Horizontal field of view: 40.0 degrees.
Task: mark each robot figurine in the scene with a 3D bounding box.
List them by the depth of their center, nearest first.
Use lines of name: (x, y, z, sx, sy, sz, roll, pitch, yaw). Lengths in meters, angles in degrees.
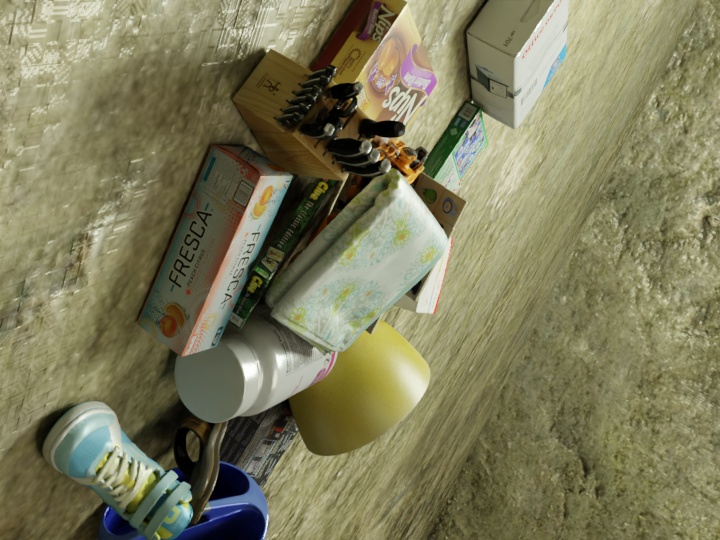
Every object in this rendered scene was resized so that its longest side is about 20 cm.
robot figurine: (0.000, -0.069, 1.134, 0.201, 0.058, 0.145, -54, 170, 32)

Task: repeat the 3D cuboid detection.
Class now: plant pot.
plant pot: (-0.025, 0.124, 1.321, 0.200, 0.199, 0.143, -45, 113, -34)

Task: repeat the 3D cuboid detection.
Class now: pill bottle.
pill bottle: (-0.117, 0.100, 1.139, 0.199, 0.113, 0.115, -19, 137, -61)

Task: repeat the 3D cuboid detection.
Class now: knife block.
knife block: (-0.026, -0.123, 0.929, 0.064, 0.174, 0.200, -53, 161, -9)

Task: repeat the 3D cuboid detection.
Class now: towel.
towel: (0.000, 0.000, 1.075, 0.200, 0.048, 0.171, -46, 153, 1)

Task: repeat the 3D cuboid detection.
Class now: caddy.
caddy: (-0.204, 0.303, 1.148, 0.197, 0.142, 0.106, -14, 144, -27)

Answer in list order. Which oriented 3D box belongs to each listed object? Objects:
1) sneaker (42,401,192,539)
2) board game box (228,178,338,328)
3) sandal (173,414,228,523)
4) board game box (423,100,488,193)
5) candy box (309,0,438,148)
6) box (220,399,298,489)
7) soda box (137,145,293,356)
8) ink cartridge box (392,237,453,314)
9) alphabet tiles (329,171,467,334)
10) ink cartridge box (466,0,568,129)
sneaker: (-0.230, 0.208, 0.991, 0.080, 0.130, 0.200, -51, 160, -13)
board game box: (-0.076, -0.035, 1.075, 0.201, 0.023, 0.105, -58, -175, -39)
sandal: (-0.190, 0.207, 1.133, 0.201, 0.054, 0.083, -89, -160, -60)
board game box: (0.126, -0.143, 1.509, 0.201, 0.029, 0.135, -56, 162, -7)
candy box: (0.019, -0.212, 1.092, 0.117, 0.056, 0.200, -56, 160, -5)
box: (-0.159, 0.257, 1.372, 0.202, 0.049, 0.158, -58, 161, -1)
soda box: (-0.142, -0.020, 0.967, 0.202, 0.063, 0.068, -63, 161, 16)
ink cartridge box: (0.080, -0.003, 1.399, 0.200, 0.066, 0.118, 11, 93, -76)
alphabet tiles: (0.023, -0.034, 1.204, 0.008, 0.166, 0.202, 3, 118, -56)
ink cartridge box: (0.225, -0.319, 1.401, 0.147, 0.085, 0.200, -55, 160, -12)
